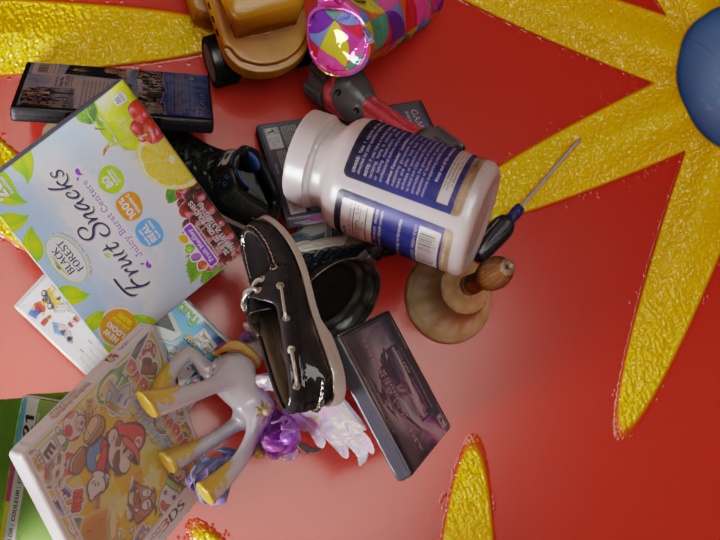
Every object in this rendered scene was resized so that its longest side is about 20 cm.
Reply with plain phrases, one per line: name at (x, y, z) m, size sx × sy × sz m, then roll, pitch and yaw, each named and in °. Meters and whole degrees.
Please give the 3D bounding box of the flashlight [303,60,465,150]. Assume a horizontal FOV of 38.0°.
flashlight at (0.027, -0.166, 1.125) m, size 0.199 × 0.069 × 0.067 m, roll 38°, pitch 28°, yaw 28°

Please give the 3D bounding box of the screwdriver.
screwdriver at (0.196, -0.086, 1.207) m, size 0.028 × 0.029 × 0.200 m, roll 43°, pitch 80°, yaw -2°

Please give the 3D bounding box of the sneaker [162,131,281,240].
sneaker at (-0.161, -0.117, 1.078) m, size 0.199 × 0.112 × 0.074 m, roll 38°, pitch 59°, yaw -12°

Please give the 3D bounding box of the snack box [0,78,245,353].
snack box at (-0.235, -0.050, 1.001) m, size 0.168 × 0.068 × 0.202 m, roll -38°, pitch 108°, yaw -10°

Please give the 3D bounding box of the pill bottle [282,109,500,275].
pill bottle at (0.029, -0.081, 1.031) m, size 0.197 × 0.116 × 0.117 m, roll 21°, pitch 75°, yaw 13°

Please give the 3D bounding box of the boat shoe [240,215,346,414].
boat shoe at (-0.077, 0.039, 0.965) m, size 0.059 × 0.074 × 0.203 m, roll -10°, pitch 66°, yaw -29°

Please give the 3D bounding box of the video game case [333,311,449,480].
video game case at (0.033, 0.119, 1.053) m, size 0.019 × 0.200 × 0.145 m, roll -29°, pitch 86°, yaw 14°

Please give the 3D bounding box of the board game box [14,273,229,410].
board game box at (-0.236, 0.060, 1.070) m, size 0.200 × 0.035 × 0.126 m, roll 45°, pitch 83°, yaw -7°

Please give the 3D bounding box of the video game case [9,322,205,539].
video game case at (-0.222, 0.184, 0.976) m, size 0.182 × 0.023 × 0.203 m, roll -50°, pitch 135°, yaw -43°

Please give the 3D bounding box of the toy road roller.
toy road roller at (-0.119, -0.305, 1.120) m, size 0.121 × 0.146 × 0.204 m, roll -16°, pitch 84°, yaw -15°

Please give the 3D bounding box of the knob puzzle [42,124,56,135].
knob puzzle at (-0.257, -0.093, 1.113) m, size 0.215 × 0.030 × 0.225 m, roll 2°, pitch 79°, yaw -12°

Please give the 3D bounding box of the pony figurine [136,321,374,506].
pony figurine at (-0.100, 0.129, 1.010) m, size 0.199 × 0.165 × 0.195 m, roll -39°, pitch 104°, yaw -32°

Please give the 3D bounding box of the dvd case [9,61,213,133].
dvd case at (-0.252, -0.180, 1.082) m, size 0.196 × 0.143 × 0.018 m, roll 3°, pitch 119°, yaw -12°

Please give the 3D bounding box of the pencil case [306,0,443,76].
pencil case at (0.018, -0.279, 1.134) m, size 0.089 × 0.088 × 0.200 m, roll 47°, pitch 40°, yaw -1°

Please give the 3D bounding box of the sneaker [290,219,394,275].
sneaker at (-0.024, -0.046, 1.140) m, size 0.197 × 0.078 × 0.087 m, roll -19°, pitch 63°, yaw -23°

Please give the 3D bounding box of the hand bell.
hand bell at (0.118, 0.012, 1.087) m, size 0.102 × 0.200 × 0.107 m, roll 2°, pitch 79°, yaw -11°

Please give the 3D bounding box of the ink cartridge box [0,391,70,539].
ink cartridge box at (-0.289, 0.193, 0.952) m, size 0.074 × 0.200 × 0.151 m, roll 8°, pitch 86°, yaw 8°

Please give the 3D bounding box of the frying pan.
frying pan at (-0.013, 0.000, 1.096) m, size 0.114 × 0.031 × 0.192 m, roll 5°, pitch 119°, yaw -45°

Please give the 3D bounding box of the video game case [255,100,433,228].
video game case at (-0.003, -0.120, 1.144) m, size 0.196 × 0.019 × 0.144 m, roll -10°, pitch 53°, yaw -14°
